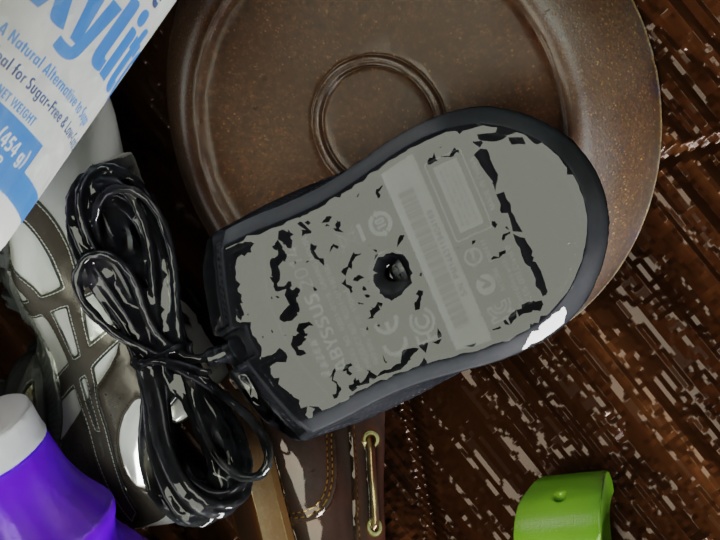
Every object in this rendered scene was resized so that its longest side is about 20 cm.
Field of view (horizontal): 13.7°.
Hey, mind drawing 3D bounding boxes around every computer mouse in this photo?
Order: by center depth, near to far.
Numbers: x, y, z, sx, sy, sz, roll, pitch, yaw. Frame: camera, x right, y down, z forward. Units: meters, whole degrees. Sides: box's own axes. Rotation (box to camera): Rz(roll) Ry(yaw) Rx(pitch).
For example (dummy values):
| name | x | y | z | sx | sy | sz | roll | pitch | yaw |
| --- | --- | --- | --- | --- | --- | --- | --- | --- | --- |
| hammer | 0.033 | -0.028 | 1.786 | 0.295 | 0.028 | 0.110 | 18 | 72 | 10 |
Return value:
| name | x | y | z | sx | sy | sz | roll | pitch | yaw |
| --- | --- | --- | --- | --- | --- | --- | --- | --- | --- |
| computer mouse | 0.000 | 0.000 | 1.079 | 0.199 | 0.053 | 0.139 | -19 | 88 | 19 |

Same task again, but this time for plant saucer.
| name | x | y | z | sx | sy | sz | roll | pitch | yaw |
| --- | --- | --- | --- | --- | --- | --- | --- | --- | --- |
| plant saucer | 0.012 | -0.057 | 1.111 | 0.199 | 0.034 | 0.202 | 6 | 106 | 20 |

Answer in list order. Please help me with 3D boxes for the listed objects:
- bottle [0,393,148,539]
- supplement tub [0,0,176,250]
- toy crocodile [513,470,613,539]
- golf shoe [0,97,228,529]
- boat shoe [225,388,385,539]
| name | x | y | z | sx | sy | sz | roll | pitch | yaw |
| --- | --- | --- | --- | --- | --- | --- | --- | --- | --- |
| bottle | -0.101 | 0.143 | 1.143 | 0.065 | 0.083 | 0.201 | -4 | 119 | 49 |
| supplement tub | -0.127 | -0.117 | 1.048 | 0.132 | 0.132 | 0.201 | 32 | 79 | 11 |
| toy crocodile | 0.106 | 0.171 | 1.127 | 0.067 | 0.062 | 0.201 | -21 | 101 | 25 |
| golf shoe | -0.092 | 0.008 | 1.155 | 0.094 | 0.078 | 0.201 | 9 | 118 | 14 |
| boat shoe | -0.005 | 0.133 | 1.153 | 0.070 | 0.070 | 0.201 | -14 | 110 | -16 |
